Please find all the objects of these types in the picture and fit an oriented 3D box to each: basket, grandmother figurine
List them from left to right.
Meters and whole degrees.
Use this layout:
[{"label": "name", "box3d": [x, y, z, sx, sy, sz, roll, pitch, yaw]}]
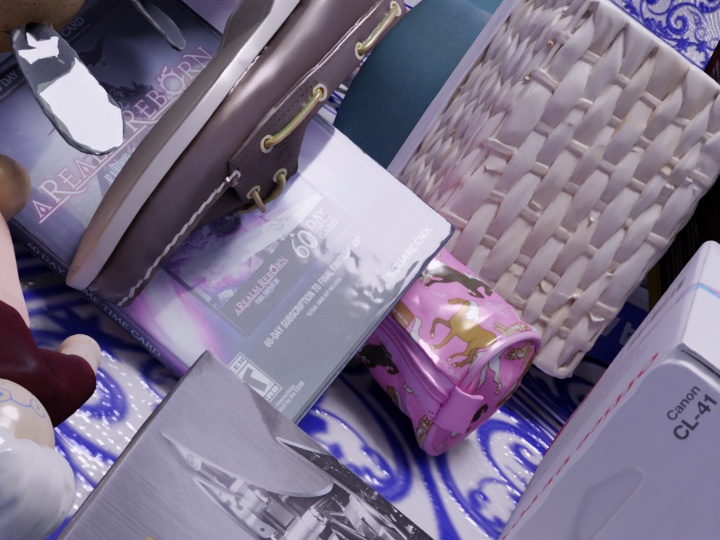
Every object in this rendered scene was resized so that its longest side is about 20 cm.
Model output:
[{"label": "grandmother figurine", "box3d": [-0.138, 0.018, 0.452, 0.121, 0.061, 0.200, 9, 29, -31]}, {"label": "basket", "box3d": [0.108, -0.057, 0.765, 0.135, 0.200, 0.123, 32, 9, -14]}]

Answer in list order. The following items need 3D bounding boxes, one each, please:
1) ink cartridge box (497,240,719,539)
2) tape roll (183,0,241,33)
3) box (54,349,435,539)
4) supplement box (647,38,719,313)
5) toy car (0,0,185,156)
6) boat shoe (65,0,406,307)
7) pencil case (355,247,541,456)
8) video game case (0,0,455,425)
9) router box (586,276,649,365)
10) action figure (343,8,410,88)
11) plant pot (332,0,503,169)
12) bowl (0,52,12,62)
[{"label": "ink cartridge box", "box3d": [0.142, 0.083, 0.617, 0.086, 0.148, 0.200, 37, 22, 6]}, {"label": "tape roll", "box3d": [-0.105, -0.167, 0.809, 0.202, 0.071, 0.202, 38, 3, -2]}, {"label": "box", "box3d": [-0.024, 0.123, 0.391, 0.158, 0.048, 0.200, 41, 20, -4]}, {"label": "supplement box", "box3d": [0.264, -0.037, 0.776, 0.132, 0.200, 0.198, 13, 46, -4]}, {"label": "toy car", "box3d": [-0.169, -0.126, 0.545, 0.200, 0.158, 0.165, 33, 41, -12]}, {"label": "boat shoe", "box3d": [-0.048, -0.061, 0.565, 0.059, 0.200, 0.072, 40, -25, -18]}, {"label": "pencil case", "box3d": [0.000, 0.000, 0.671, 0.086, 0.083, 0.200, -35, 67, -27]}, {"label": "video game case", "box3d": [-0.073, -0.035, 0.594, 0.200, 0.019, 0.143, 40, 58, 1]}, {"label": "router box", "box3d": [0.183, 0.009, 0.980, 0.200, 0.049, 0.180, 24, 23, -29]}, {"label": "action figure", "box3d": [-0.005, -0.170, 0.972, 0.193, 0.200, 0.105, -3, 87, -49]}, {"label": "plant pot", "box3d": [0.087, -0.119, 0.899, 0.199, 0.135, 0.200, 11, 29, -6]}, {"label": "bowl", "box3d": [-0.177, -0.109, 0.688, 0.200, 0.039, 0.201, 30, 22, -13]}]
